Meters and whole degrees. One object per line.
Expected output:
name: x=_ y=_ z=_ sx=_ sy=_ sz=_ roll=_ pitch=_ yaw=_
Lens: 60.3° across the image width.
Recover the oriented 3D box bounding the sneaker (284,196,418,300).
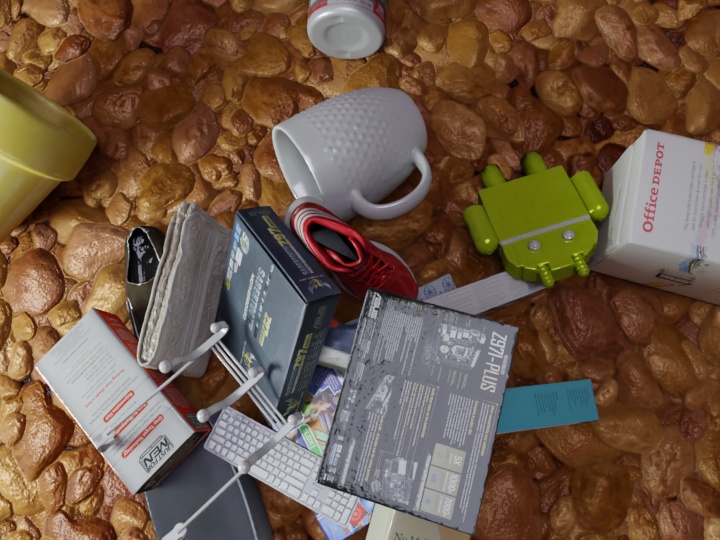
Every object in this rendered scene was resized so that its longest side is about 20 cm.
sneaker: x=0.000 y=0.000 z=0.712 sx=0.198 sy=0.116 sz=0.079 roll=32 pitch=98 yaw=-22

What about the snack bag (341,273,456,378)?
snack bag: x=0.070 y=0.122 z=0.786 sx=0.196 sy=0.021 sz=0.192 roll=-20 pitch=77 yaw=-17

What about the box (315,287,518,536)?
box: x=0.061 y=0.140 z=0.643 sx=0.160 sy=0.086 sz=0.204 roll=13 pitch=77 yaw=11

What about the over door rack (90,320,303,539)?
over door rack: x=-0.179 y=0.175 z=0.664 sx=0.200 sy=0.067 sz=0.148 roll=-43 pitch=78 yaw=-4

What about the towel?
towel: x=-0.209 y=0.028 z=0.777 sx=0.034 sy=0.133 sz=0.205 roll=6 pitch=76 yaw=18

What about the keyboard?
keyboard: x=-0.092 y=0.235 z=0.748 sx=0.197 sy=0.011 sz=0.057 roll=27 pitch=73 yaw=6

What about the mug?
mug: x=0.008 y=-0.140 z=0.796 sx=0.173 sy=0.149 sz=0.201 roll=-30 pitch=53 yaw=-15

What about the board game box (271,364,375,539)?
board game box: x=-0.026 y=0.216 z=0.778 sx=0.134 sy=0.035 sz=0.203 roll=-28 pitch=78 yaw=-6

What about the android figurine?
android figurine: x=0.229 y=-0.067 z=0.806 sx=0.178 sy=0.041 sz=0.203 roll=-15 pitch=56 yaw=2

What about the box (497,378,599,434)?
box: x=0.173 y=0.168 z=0.739 sx=0.195 sy=0.082 sz=0.050 roll=-4 pitch=74 yaw=-14

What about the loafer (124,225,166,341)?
loafer: x=-0.277 y=0.033 z=0.808 sx=0.071 sy=0.071 sz=0.204 roll=-17 pitch=77 yaw=-3

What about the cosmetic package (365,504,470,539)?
cosmetic package: x=0.064 y=0.310 z=0.709 sx=0.103 sy=0.071 sz=0.204 roll=15 pitch=87 yaw=-13

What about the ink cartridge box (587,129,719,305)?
ink cartridge box: x=0.413 y=-0.061 z=0.779 sx=0.196 sy=0.145 sz=0.150 roll=15 pitch=76 yaw=5

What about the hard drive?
hard drive: x=-0.192 y=0.290 z=0.760 sx=0.133 sy=0.042 sz=0.203 roll=-24 pitch=77 yaw=-5

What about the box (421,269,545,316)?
box: x=0.145 y=0.039 z=0.795 sx=0.196 sy=0.039 sz=0.042 roll=-19 pitch=75 yaw=-16

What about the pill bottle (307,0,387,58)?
pill bottle: x=-0.014 y=-0.423 z=0.890 sx=0.111 sy=0.114 sz=0.205 roll=3 pitch=77 yaw=2

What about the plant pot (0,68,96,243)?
plant pot: x=-0.480 y=-0.148 z=0.804 sx=0.199 sy=0.201 sz=0.191 roll=36 pitch=95 yaw=9

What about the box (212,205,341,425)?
box: x=-0.106 y=0.053 z=0.722 sx=0.050 sy=0.202 sz=0.158 roll=-15 pitch=49 yaw=-37

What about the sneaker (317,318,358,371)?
sneaker: x=0.034 y=0.090 z=0.739 sx=0.196 sy=0.075 sz=0.086 roll=17 pitch=76 yaw=0

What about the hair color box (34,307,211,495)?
hair color box: x=-0.284 y=0.153 z=0.744 sx=0.101 sy=0.061 sz=0.200 roll=-43 pitch=76 yaw=-4
